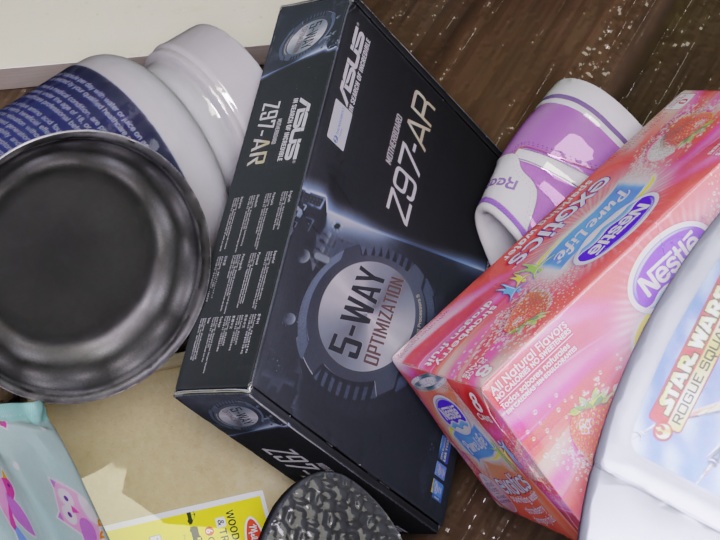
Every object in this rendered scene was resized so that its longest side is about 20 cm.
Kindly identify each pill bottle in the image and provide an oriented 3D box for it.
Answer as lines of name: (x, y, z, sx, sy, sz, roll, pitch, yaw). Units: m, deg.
pill bottle: (-0.130, -0.028, 0.828, 0.199, 0.111, 0.111, -36, 82, -24)

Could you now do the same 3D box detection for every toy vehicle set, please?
toy vehicle set: (-0.074, 0.137, 0.825, 0.123, 0.027, 0.202, -9, 72, -19)

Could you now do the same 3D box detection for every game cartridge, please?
game cartridge: (0.172, 0.055, 0.721, 0.132, 0.042, 0.201, 27, 83, 9)

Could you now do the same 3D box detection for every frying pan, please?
frying pan: (-0.136, 0.031, 0.746, 0.114, 0.031, 0.191, 28, 94, -28)

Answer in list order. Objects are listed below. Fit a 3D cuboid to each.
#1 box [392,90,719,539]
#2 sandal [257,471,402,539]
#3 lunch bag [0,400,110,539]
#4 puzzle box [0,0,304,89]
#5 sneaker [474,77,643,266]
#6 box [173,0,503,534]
box: (0.127, 0.016, 0.808, 0.200, 0.102, 0.095, -41, 108, -13)
sandal: (-0.002, 0.188, 0.790, 0.075, 0.048, 0.202, -18, 90, -22)
lunch bag: (-0.180, 0.167, 0.677, 0.199, 0.122, 0.171, -33, 77, 14)
puzzle box: (-0.107, -0.165, 0.935, 0.198, 0.025, 0.134, -7, 71, -18)
sneaker: (0.139, 0.013, 0.903, 0.200, 0.073, 0.115, 40, 65, -8)
box: (0.000, 0.000, 0.840, 0.160, 0.043, 0.202, 42, 53, -45)
